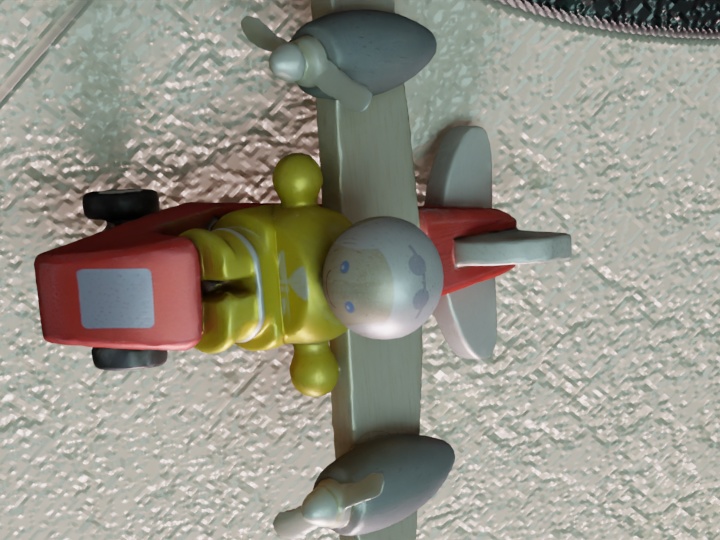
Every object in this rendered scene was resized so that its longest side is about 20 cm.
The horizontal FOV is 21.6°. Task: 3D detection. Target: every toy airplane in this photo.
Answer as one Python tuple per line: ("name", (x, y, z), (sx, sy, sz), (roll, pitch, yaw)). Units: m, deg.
("toy airplane", (0.000, 0.000, 0.734), (0.200, 0.141, 0.200), (44, 77, -21))
